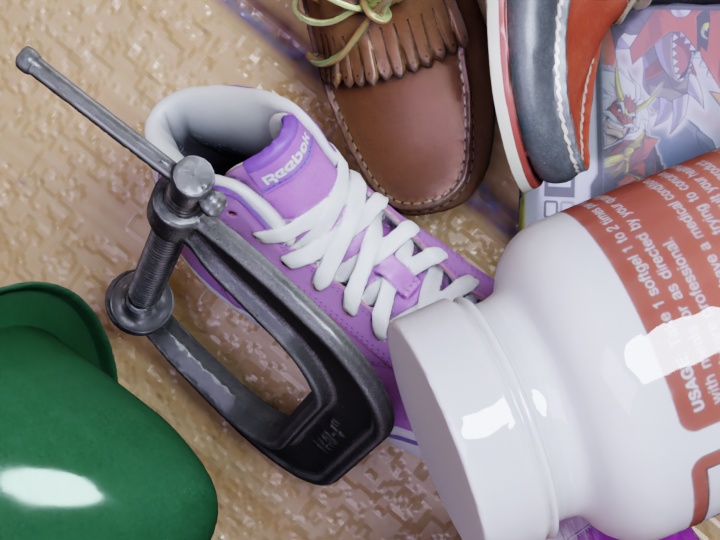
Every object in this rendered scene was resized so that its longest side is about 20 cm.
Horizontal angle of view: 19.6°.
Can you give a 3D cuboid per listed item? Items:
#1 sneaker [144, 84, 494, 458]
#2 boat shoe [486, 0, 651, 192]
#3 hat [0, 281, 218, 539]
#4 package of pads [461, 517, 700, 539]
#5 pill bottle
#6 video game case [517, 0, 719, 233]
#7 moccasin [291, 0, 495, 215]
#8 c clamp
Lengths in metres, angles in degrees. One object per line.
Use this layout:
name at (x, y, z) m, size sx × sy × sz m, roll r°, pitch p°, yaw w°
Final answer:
sneaker at (-0.001, 0.000, 0.755) m, size 0.199 × 0.115 × 0.073 m, roll 28°, pitch 70°, yaw 22°
boat shoe at (0.081, -0.127, 0.744) m, size 0.062 × 0.071 × 0.202 m, roll 2°, pitch 78°, yaw 12°
hat at (-0.073, 0.105, 0.773) m, size 0.175 × 0.200 × 0.167 m, roll 19°, pitch 123°, yaw 28°
package of pads at (0.048, 0.165, 0.762) m, size 0.199 × 0.076 × 0.121 m, roll -30°, pitch 69°, yaw 3°
pill bottle at (0.115, 0.020, 0.688) m, size 0.198 × 0.112 × 0.113 m, roll -21°, pitch 92°, yaw -8°
video game case at (0.156, -0.015, 0.777) m, size 0.198 × 0.025 × 0.183 m, roll 3°, pitch 98°, yaw 15°
moccasin at (0.006, -0.120, 0.778) m, size 0.073 × 0.078 × 0.204 m, roll -6°, pitch 96°, yaw 16°
c clamp at (-0.056, 0.010, 0.770) m, size 0.170 × 0.200 × 0.027 m, roll 39°, pitch 69°, yaw 7°
